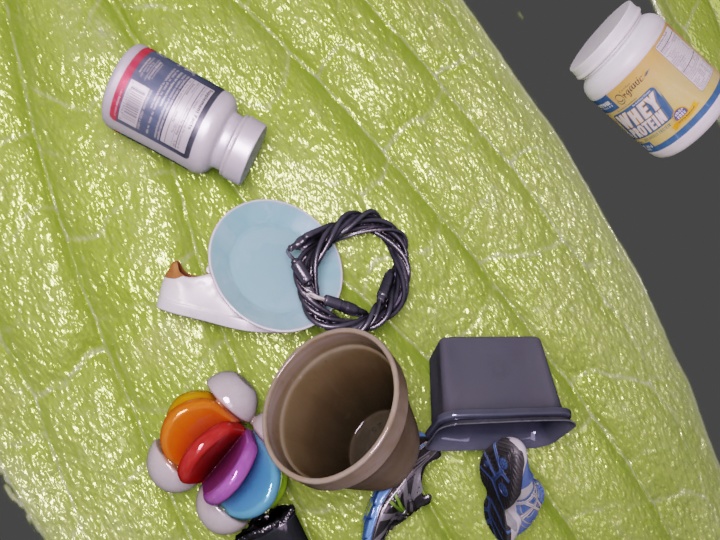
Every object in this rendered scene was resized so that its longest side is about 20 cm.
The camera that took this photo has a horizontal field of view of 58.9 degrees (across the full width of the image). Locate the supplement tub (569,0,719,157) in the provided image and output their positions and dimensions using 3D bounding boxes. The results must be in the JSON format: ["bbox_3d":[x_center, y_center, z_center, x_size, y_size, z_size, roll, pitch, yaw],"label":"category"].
[{"bbox_3d":[0.430,-0.286,0.959,0.199,0.145,0.146,38,83,-5],"label":"supplement tub"}]

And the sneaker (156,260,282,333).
[{"bbox_3d":[-0.179,0.034,0.888,0.195,0.073,0.087,14,88,-7],"label":"sneaker"}]

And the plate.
[{"bbox_3d":[-0.118,-0.006,0.893,0.196,0.026,0.205,13,59,-23],"label":"plate"}]

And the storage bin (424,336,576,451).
[{"bbox_3d":[0.186,0.177,0.919,0.194,0.147,0.137,1,59,-8],"label":"storage bin"}]

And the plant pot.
[{"bbox_3d":[-0.003,0.207,0.846,0.201,0.199,0.174,-48,135,-7],"label":"plant pot"}]

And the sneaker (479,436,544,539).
[{"bbox_3d":[0.221,0.306,0.917,0.076,0.076,0.204,-22,130,-20],"label":"sneaker"}]

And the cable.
[{"bbox_3d":[0.000,0.000,0.898,0.197,0.051,0.166,-23,77,-31],"label":"cable"}]

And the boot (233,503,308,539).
[{"bbox_3d":[-0.069,0.395,0.868,0.196,0.073,0.165,-29,93,16],"label":"boot"}]

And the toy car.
[{"bbox_3d":[-0.179,0.247,0.842,0.199,0.150,0.176,42,82,-5],"label":"toy car"}]

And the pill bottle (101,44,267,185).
[{"bbox_3d":[-0.233,-0.203,0.866,0.197,0.120,0.122,28,84,-7],"label":"pill bottle"}]

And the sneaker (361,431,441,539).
[{"bbox_3d":[0.057,0.333,0.916,0.081,0.071,0.203,26,81,-1],"label":"sneaker"}]
